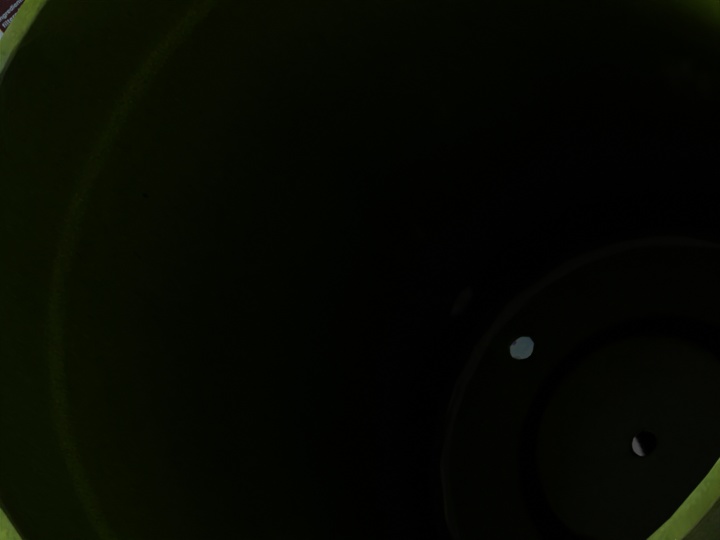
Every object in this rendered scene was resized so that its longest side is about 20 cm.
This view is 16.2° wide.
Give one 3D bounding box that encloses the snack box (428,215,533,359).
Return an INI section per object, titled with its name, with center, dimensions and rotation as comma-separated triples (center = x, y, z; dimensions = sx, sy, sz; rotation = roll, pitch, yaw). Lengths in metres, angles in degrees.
[snack box]
center = -0.017, -0.057, 0.791
dimensions = 0.200, 0.068, 0.169
rotation = 44, 171, 18

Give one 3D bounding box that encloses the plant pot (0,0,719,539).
[plant pot]
center = 0.037, 0.017, 0.584
dimensions = 0.200, 0.200, 0.193
rotation = 39, 180, 31

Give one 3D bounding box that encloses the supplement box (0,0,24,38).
[supplement box]
center = -0.181, -0.075, 1.190
dimensions = 0.200, 0.133, 0.197
rotation = 51, 169, -32

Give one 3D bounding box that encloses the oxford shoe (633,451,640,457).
[oxford shoe]
center = 0.064, 0.068, 0.965
dimensions = 0.200, 0.074, 0.071
rotation = 14, -169, 41
